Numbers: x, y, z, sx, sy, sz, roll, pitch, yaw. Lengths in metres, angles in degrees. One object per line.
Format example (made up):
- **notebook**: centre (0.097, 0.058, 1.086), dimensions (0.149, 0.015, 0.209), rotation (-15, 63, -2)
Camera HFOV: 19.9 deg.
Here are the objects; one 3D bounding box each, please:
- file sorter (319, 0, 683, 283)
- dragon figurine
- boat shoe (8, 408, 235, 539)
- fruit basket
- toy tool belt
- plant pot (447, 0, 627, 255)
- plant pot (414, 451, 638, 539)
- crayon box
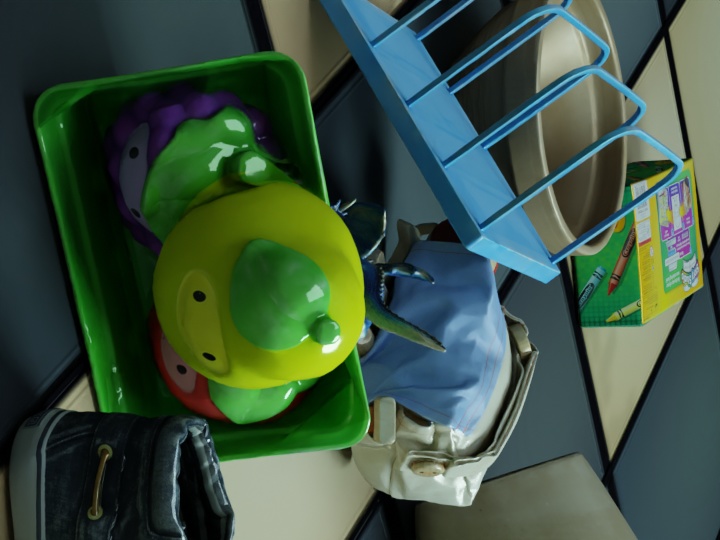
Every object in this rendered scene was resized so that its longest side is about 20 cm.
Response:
- **file sorter**: centre (0.090, -0.115, 1.269), dimensions (0.200, 0.123, 0.139), rotation (61, 17, 21)
- **dragon figurine**: centre (0.000, 0.000, 1.142), dimensions (0.099, 0.200, 0.059), rotation (-43, 110, -24)
- **boat shoe**: centre (-0.106, 0.163, 0.947), dimensions (0.071, 0.091, 0.200), rotation (-19, 104, -65)
- **fruit basket**: centre (-0.067, 0.002, 0.970), dimensions (0.216, 0.155, 0.216), rotation (-8, 90, -80)
- **toy tool belt**: centre (0.043, 0.035, 1.250), dimensions (0.123, 0.125, 0.200), rotation (64, 33, -58)
- **plant pot**: centre (0.118, -0.109, 1.466), dimensions (0.201, 0.093, 0.201), rotation (-3, 90, -66)
- **plant pot**: centre (0.116, 0.218, 1.344), dimensions (0.200, 0.200, 0.174), rotation (-7, 78, -65)
- **crayon box**: centre (0.239, -0.026, 1.762), dimensions (0.200, 0.058, 0.119), rotation (-21, 107, -64)
